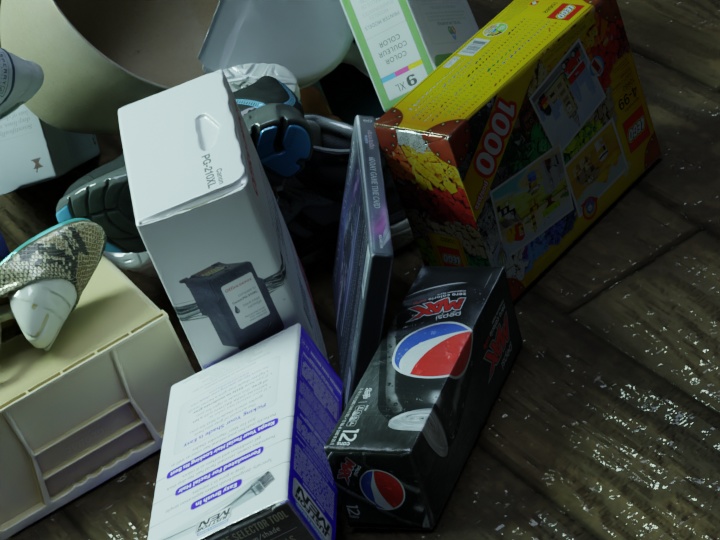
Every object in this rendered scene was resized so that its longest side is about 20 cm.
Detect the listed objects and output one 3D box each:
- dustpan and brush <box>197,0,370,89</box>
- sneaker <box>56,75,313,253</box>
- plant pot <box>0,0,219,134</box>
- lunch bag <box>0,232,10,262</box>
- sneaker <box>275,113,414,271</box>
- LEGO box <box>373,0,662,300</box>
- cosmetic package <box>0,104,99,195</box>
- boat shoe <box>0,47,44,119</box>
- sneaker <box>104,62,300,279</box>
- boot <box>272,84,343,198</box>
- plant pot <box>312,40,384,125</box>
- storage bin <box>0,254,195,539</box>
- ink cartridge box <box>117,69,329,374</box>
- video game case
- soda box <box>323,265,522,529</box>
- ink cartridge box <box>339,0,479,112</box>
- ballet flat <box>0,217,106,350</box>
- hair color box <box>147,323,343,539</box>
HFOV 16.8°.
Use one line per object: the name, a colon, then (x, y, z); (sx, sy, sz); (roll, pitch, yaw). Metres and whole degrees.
dustpan and brush: (-0.031, -0.186, 1.933); (0.057, 0.199, 0.140); (9, 76, 64)
sneaker: (-0.130, -0.077, 1.800); (0.199, 0.073, 0.082); (-21, 39, 4)
plant pot: (-0.209, -0.185, 1.939); (0.134, 0.200, 0.201); (-42, 15, 36)
lunch bag: (-0.358, -0.004, 1.864); (0.170, 0.124, 0.200); (-31, -13, -11)
sneaker: (-0.054, -0.052, 1.846); (0.199, 0.114, 0.076); (-19, 30, 3)
LEGO box: (0.117, -0.094, 1.770); (0.077, 0.149, 0.200); (12, 44, 43)
cosmetic package: (-0.291, -0.109, 2.060); (0.101, 0.074, 0.200); (-16, 6, 5)
boat shoe: (-0.321, -0.117, 1.841); (0.199, 0.074, 0.067); (-12, -11, 38)
sneaker: (-0.118, -0.076, 1.881); (0.200, 0.099, 0.078); (-46, 67, 1)
boot: (-0.098, -0.068, 1.958); (0.200, 0.077, 0.155); (-43, 57, -6)
plant pot: (-0.038, -0.208, 2.073); (0.141, 0.142, 0.200); (-36, 28, -23)
storage bin: (-0.239, 0.079, 1.775); (0.198, 0.094, 0.200); (-30, 31, -13)
ink cartridge box: (-0.094, -0.015, 1.709); (0.084, 0.201, 0.145); (-19, 39, 2)
video game case: (0.000, 0.000, 1.708); (0.019, 0.144, 0.200); (5, 30, -6)
soda box: (0.045, 0.080, 1.613); (0.063, 0.071, 0.200); (1, 37, 24)
ink cartridge box: (0.047, -0.180, 1.906); (0.059, 0.201, 0.104); (-25, -5, 29)
ballet flat: (-0.259, 0.039, 1.710); (0.199, 0.068, 0.075); (-27, 52, 2)
hair color box: (-0.073, 0.131, 1.599); (0.109, 0.065, 0.200); (-27, 26, 17)
